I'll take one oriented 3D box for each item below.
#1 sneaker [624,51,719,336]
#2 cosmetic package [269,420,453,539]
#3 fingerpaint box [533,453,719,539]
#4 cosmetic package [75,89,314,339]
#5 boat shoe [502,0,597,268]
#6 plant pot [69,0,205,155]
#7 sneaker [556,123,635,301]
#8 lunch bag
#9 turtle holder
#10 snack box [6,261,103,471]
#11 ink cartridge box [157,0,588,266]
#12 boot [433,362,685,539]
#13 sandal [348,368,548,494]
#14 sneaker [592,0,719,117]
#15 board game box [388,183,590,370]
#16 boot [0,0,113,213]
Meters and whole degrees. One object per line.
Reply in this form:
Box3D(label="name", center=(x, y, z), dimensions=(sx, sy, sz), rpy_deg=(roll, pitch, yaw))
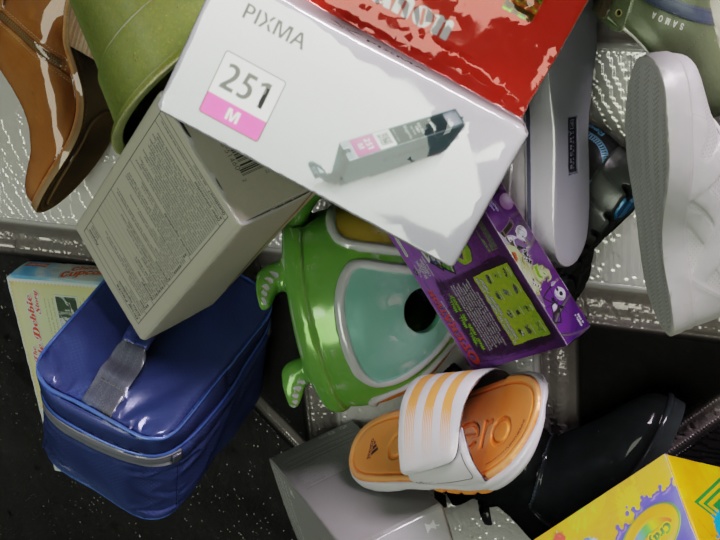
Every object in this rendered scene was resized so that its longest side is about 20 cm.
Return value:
Box3D(label="sneaker", center=(0.232, -0.059, 0.812), dimensions=(0.114, 0.074, 0.201), rpy_deg=(-16, 128, -1))
Box3D(label="cosmetic package", center=(0.006, 0.204, 1.004), dimensions=(0.089, 0.200, 0.108), rpy_deg=(-22, 106, -12))
Box3D(label="fingerpaint box", center=(0.207, 0.218, 0.929), dimensions=(0.166, 0.074, 0.200), rpy_deg=(16, 136, -36))
Box3D(label="cosmetic package", center=(-0.118, -0.042, 0.896), dimensions=(0.104, 0.073, 0.200), rpy_deg=(58, 145, 6))
Box3D(label="boat shoe", center=(0.110, -0.104, 0.834), dimensions=(0.065, 0.072, 0.202), rpy_deg=(5, 104, 35))
Box3D(label="plant pot", center=(-0.129, -0.212, 0.885), dimensions=(0.200, 0.199, 0.191), rpy_deg=(-37, 82, 35))
Box3D(label="sneaker", center=(0.124, -0.017, 0.918), dimensions=(0.082, 0.073, 0.201), rpy_deg=(41, 119, 18))
Box3D(label="lunch bag", center=(-0.154, 0.072, 1.021), dimensions=(0.135, 0.201, 0.133), rpy_deg=(26, 142, 10))
Box3D(label="turtle holder", center=(0.003, 0.005, 0.955), dimensions=(0.130, 0.141, 0.188), rpy_deg=(-11, 78, 11))
Box3D(label="snack box", center=(-0.240, 0.092, 1.165), dimensions=(0.115, 0.037, 0.202), rpy_deg=(4, 116, 24))
Box3D(label="ink cartridge box", center=(0.009, -0.126, 0.747), dimensions=(0.199, 0.044, 0.175), rpy_deg=(28, 108, -3))
Box3D(label="boot", center=(0.126, 0.125, 0.973), dimensions=(0.162, 0.074, 0.199), rpy_deg=(33, 132, 3))
Box3D(label="sandal", center=(0.042, 0.112, 0.893), dimensions=(0.059, 0.080, 0.206), rpy_deg=(28, 149, -29))
Box3D(label="sneaker", center=(0.180, -0.181, 0.797), dimensions=(0.089, 0.067, 0.202), rpy_deg=(-15, 110, 26))
Box3D(label="board game box", center=(0.057, -0.031, 0.844), dimensions=(0.201, 0.032, 0.120), rpy_deg=(58, 149, -4))
Box3D(label="boot", center=(-0.266, -0.160, 1.026), dimensions=(0.154, 0.077, 0.201), rpy_deg=(31, 122, 8))
